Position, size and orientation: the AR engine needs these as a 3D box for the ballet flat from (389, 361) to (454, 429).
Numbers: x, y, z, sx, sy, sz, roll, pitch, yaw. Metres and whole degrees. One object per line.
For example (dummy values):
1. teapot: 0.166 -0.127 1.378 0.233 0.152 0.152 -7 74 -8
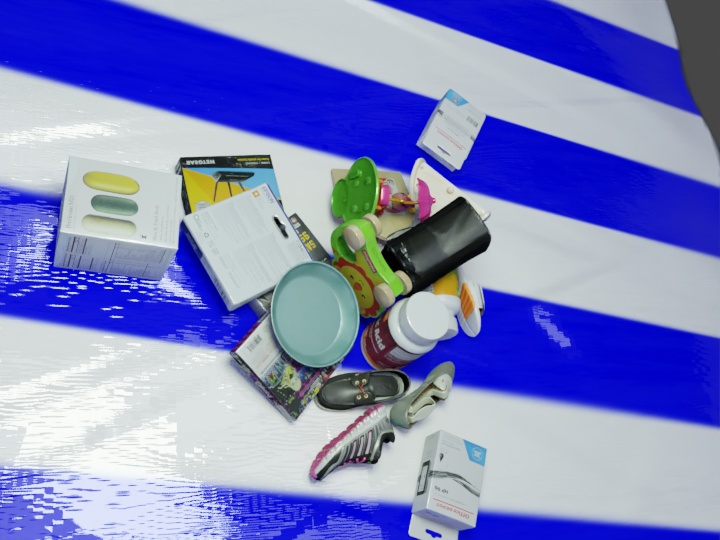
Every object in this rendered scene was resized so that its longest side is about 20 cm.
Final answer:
1. ballet flat: 0.144 0.260 1.610 0.199 0.063 0.068 -34 119 -32

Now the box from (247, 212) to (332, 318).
1. box: -0.159 -0.002 1.592 0.199 0.048 0.159 -36 86 -34

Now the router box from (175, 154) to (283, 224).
1. router box: -0.265 -0.159 1.607 0.198 0.051 0.151 -7 72 -29

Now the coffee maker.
1. coffee maker: 0.157 -0.044 1.565 0.199 0.192 0.136 -33 99 -12

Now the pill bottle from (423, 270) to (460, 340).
1. pill bottle: 0.157 0.043 1.693 0.110 0.111 0.203 5 65 -24

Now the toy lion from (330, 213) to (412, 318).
1. toy lion: 0.000 0.000 1.539 0.068 0.191 0.202 -35 104 -31

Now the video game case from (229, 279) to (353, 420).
1. video game case: -0.128 0.152 1.510 0.182 0.036 0.200 51 58 -17

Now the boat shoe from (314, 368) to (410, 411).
1. boat shoe: 0.005 0.233 1.560 0.199 0.063 0.075 -3 72 -26

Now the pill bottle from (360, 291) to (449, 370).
1. pill bottle: 0.088 0.123 1.567 0.113 0.200 0.116 11 62 -22

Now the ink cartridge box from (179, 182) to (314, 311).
1. ink cartridge box: -0.218 -0.050 1.529 0.199 0.041 0.201 -27 82 -32

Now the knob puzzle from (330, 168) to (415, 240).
1. knob puzzle: 0.034 -0.140 1.750 0.217 0.031 0.222 12 49 -14

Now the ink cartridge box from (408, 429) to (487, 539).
1. ink cartridge box: 0.173 0.434 1.547 0.115 0.068 0.202 23 59 -15

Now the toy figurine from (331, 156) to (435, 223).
1. toy figurine: 0.061 -0.144 1.648 0.182 0.199 0.153 6 85 -29

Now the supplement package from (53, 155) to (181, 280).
1. supplement package: -0.441 -0.090 1.428 0.197 0.151 0.154 8 64 -23

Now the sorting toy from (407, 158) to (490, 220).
1. sorting toy: 0.197 -0.144 1.775 0.199 0.107 0.180 40 12 13

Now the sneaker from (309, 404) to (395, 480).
1. sneaker: -0.007 0.344 1.494 0.199 0.074 0.088 -36 91 -31

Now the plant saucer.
1. plant saucer: -0.092 0.085 1.504 0.198 0.036 0.203 8 76 -35

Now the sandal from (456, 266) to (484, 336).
1. sandal: 0.241 0.042 1.755 0.058 0.079 0.209 -7 69 -26

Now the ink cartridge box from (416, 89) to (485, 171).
1. ink cartridge box: 0.214 -0.328 1.909 0.115 0.068 0.201 34 56 -9
